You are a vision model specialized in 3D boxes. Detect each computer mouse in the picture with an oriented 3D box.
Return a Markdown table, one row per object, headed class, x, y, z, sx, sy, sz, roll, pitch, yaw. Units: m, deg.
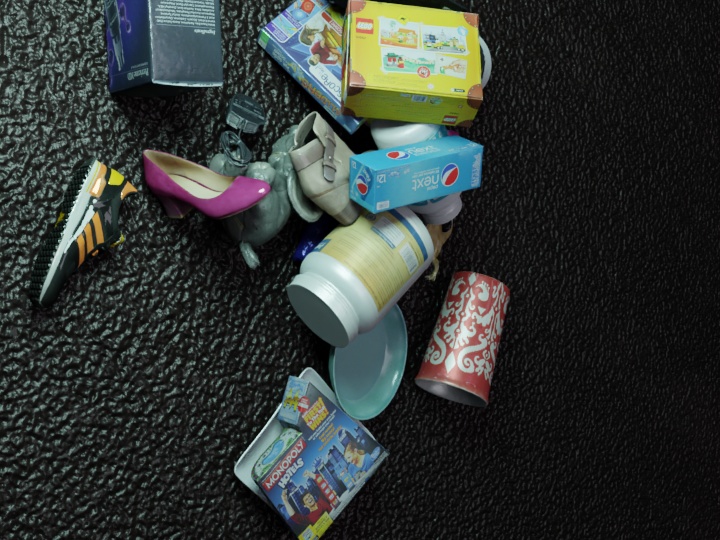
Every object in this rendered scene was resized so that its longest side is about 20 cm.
| class | x | y | z | sx | sy | sz | roll | pitch | yaw |
| --- | --- | --- | --- | --- | --- | --- | --- | --- | --- |
| computer mouse | -0.168 | -0.190 | 1.250 | 0.058 | 0.202 | 0.034 | 26 | 120 | -16 |

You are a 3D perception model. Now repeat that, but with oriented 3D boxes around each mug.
| class | x | y | z | sx | sy | sz | roll | pitch | yaw |
| --- | --- | --- | --- | --- | --- | --- | --- | --- | --- |
| mug | 0.180 | 0.121 | 1.578 | 0.131 | 0.178 | 0.204 | 18 | 75 | 0 |

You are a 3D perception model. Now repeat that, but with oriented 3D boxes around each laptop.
| class | x | y | z | sx | sy | sz | roll | pitch | yaw |
| --- | --- | --- | --- | --- | --- | --- | --- | --- | --- |
| laptop | 0.032 | -0.426 | 1.348 | 0.175 | 0.202 | 0.104 | 15 | 123 | -37 |

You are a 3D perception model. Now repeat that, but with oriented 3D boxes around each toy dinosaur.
| class | x | y | z | sx | sy | sz | roll | pitch | yaw |
| --- | --- | --- | --- | --- | --- | --- | --- | --- | --- |
| toy dinosaur | 0.119 | -0.040 | 1.520 | 0.198 | 0.057 | 0.103 | -7 | 117 | -56 |

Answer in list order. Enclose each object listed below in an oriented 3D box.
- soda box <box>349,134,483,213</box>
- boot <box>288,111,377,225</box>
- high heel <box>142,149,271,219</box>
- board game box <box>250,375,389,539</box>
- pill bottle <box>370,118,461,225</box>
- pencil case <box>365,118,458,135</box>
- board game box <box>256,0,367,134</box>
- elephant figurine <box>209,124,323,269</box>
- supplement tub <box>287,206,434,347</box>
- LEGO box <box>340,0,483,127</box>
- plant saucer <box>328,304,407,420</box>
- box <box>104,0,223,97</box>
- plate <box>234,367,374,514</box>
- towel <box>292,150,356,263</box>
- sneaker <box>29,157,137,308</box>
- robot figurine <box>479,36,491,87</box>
| class | x | y | z | sx | sy | sz | roll | pitch | yaw |
| --- | --- | --- | --- | --- | --- | --- | --- | --- | --- |
| soda box | 0.081 | -0.141 | 1.293 | 0.197 | 0.068 | 0.066 | -15 | 120 | -32 |
| boot | -0.035 | -0.168 | 1.321 | 0.147 | 0.069 | 0.202 | 54 | 32 | -26 |
| high heel | -0.209 | -0.122 | 1.189 | 0.068 | 0.196 | 0.098 | -55 | 130 | -46 |
| board game box | -0.078 | 0.273 | 1.361 | 0.200 | 0.061 | 0.202 | -44 | 116 | -27 |
| pill bottle | 0.098 | -0.168 | 1.413 | 0.111 | 0.109 | 0.202 | -49 | 134 | -24 |
| pencil case | 0.079 | -0.239 | 1.481 | 0.199 | 0.088 | 0.090 | 34 | 73 | -35 |
| board game box | -0.040 | -0.319 | 1.352 | 0.200 | 0.034 | 0.135 | 45 | 62 | 0 |
| elephant figurine | -0.119 | -0.116 | 1.313 | 0.198 | 0.140 | 0.158 | -13 | 130 | -52 |
| supplement tub | 0.000 | 0.000 | 1.336 | 0.200 | 0.143 | 0.146 | -46 | 118 | -25 |
| LEGO box | 0.072 | -0.299 | 1.303 | 0.195 | 0.077 | 0.152 | 5 | 66 | -9 |
| plant saucer | 0.006 | 0.137 | 1.452 | 0.198 | 0.035 | 0.205 | -12 | 105 | -52 |
| box | -0.258 | -0.334 | 1.168 | 0.103 | 0.147 | 0.205 | -6 | 96 | -37 |
| plate | -0.087 | 0.288 | 1.412 | 0.201 | 0.032 | 0.201 | -52 | 121 | -22 |
| towel | -0.015 | -0.069 | 1.442 | 0.147 | 0.049 | 0.203 | 36 | 71 | -28 |
| sneaker | -0.351 | -0.038 | 1.161 | 0.089 | 0.069 | 0.204 | 27 | 74 | -32 |
| robot figurine | 0.142 | -0.337 | 1.478 | 0.126 | 0.150 | 0.199 | -53 | 167 | 24 |
